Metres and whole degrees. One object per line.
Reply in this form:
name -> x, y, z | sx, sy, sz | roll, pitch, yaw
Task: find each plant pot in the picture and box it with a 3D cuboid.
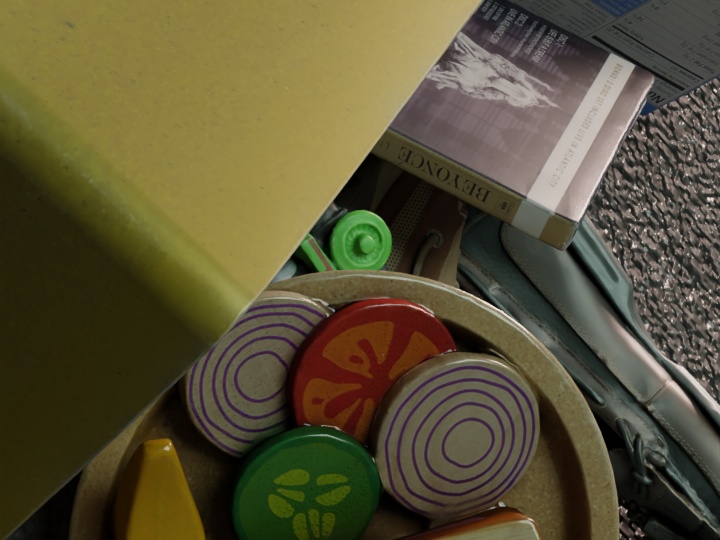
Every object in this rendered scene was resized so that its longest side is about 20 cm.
plant pot -> -0.107, -0.054, 0.822 | 0.176, 0.200, 0.200 | 43, 44, -6

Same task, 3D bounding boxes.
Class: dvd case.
dvd case -> 0.004, -0.085, 0.974 | 0.199, 0.016, 0.149 | 27, 29, 4

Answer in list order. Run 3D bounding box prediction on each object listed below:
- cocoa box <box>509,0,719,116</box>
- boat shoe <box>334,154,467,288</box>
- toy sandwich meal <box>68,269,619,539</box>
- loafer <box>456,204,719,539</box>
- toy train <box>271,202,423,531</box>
cocoa box -> 0.126, -0.196, 1.159 | 0.133, 0.131, 0.201 | 27, 52, -33
boat shoe -> 0.000, 0.000, 0.982 | 0.072, 0.076, 0.200 | 51, 52, -16
toy sandwich meal -> 0.001, 0.102, 0.861 | 0.204, 0.070, 0.206 | -2, 100, -12
loafer -> 0.097, 0.056, 1.049 | 0.063, 0.072, 0.200 | -32, 83, -17
toy train -> 0.026, 0.062, 0.919 | 0.056, 0.042, 0.200 | -41, 109, -15
